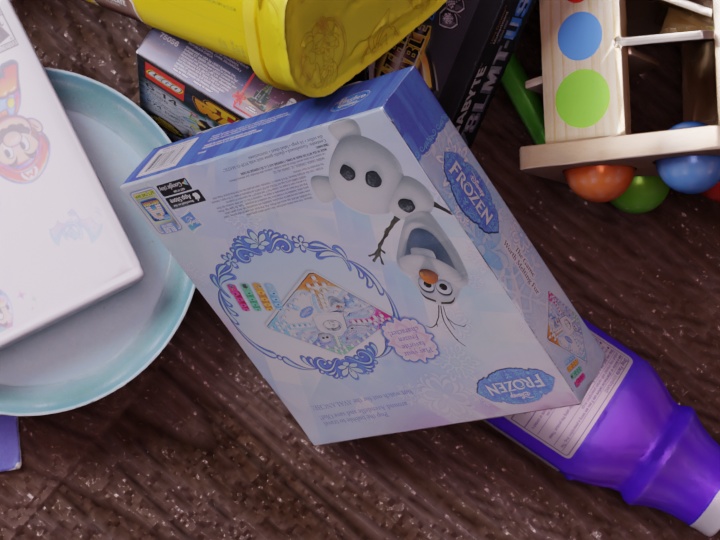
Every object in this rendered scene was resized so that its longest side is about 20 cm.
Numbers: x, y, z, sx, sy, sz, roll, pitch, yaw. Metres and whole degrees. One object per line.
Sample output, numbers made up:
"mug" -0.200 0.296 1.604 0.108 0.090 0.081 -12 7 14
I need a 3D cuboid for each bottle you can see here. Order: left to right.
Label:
"bottle" 0.132 0.079 1.247 0.200 0.065 0.084 33 84 3

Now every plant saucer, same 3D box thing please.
"plant saucer" -0.191 -0.016 1.235 0.200 0.027 0.200 1 83 -5

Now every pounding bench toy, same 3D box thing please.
"pounding bench toy" 0.136 -0.112 1.238 0.200 0.124 0.156 -5 83 30

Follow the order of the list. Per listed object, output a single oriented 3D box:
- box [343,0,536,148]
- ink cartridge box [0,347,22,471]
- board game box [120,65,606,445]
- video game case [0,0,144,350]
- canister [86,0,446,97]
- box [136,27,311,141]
"box" 0.008 -0.189 1.203 0.198 0.050 0.200 36 122 21
"ink cartridge box" -0.303 0.026 1.256 0.196 0.043 0.200 -6 82 -3
"board game box" 0.000 0.000 1.161 0.199 0.200 0.043 56 46 -22
"video game case" -0.249 -0.033 1.206 0.200 0.024 0.182 -26 86 -8
"canister" -0.066 -0.179 1.135 0.200 0.087 0.149 24 49 33
"box" -0.034 -0.066 1.223 0.200 0.137 0.040 31 76 3
